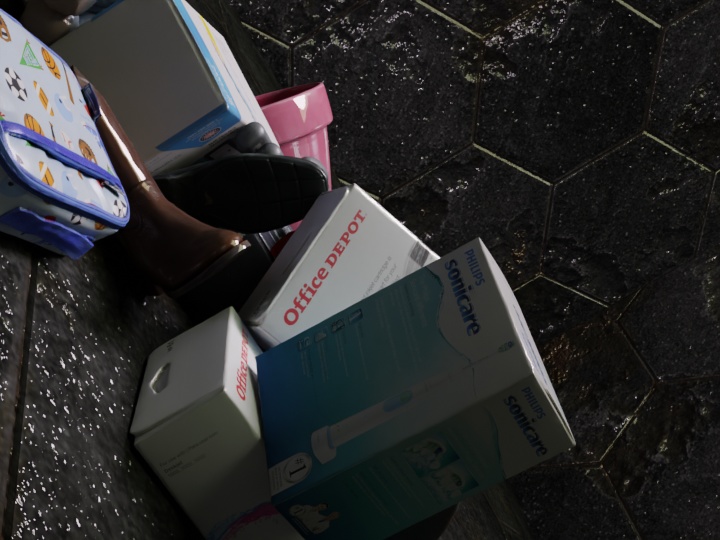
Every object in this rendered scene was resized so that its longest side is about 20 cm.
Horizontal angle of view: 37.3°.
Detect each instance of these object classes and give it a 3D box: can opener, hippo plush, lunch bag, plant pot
[{"bbox_3d":[-0.081,-0.108,1.087,0.053,0.066,0.200,49,1,11],"label":"can opener"},{"bbox_3d":[-0.271,-0.319,1.013,0.162,0.199,0.159,52,-16,2],"label":"hippo plush"},{"bbox_3d":[-0.236,-0.093,0.746,0.162,0.075,0.200,65,8,13],"label":"lunch bag"},{"bbox_3d":[-0.119,-0.138,1.432,0.200,0.196,0.182,-93,168,-76],"label":"plant pot"}]

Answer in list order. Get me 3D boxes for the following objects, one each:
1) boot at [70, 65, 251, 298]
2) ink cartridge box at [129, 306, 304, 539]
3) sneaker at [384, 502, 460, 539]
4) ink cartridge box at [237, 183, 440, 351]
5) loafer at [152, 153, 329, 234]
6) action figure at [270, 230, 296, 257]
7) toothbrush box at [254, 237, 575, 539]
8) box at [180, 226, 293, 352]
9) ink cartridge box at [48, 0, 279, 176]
[{"bbox_3d":[-0.185,-0.079,0.867,0.185,0.064,0.203,-12,-71,54],"label":"boot"},{"bbox_3d":[-0.085,0.151,0.832,0.202,0.084,0.145,57,7,-22],"label":"ink cartridge box"},{"bbox_3d":[0.018,0.224,0.913,0.066,0.204,0.108,27,6,-8],"label":"sneaker"},{"bbox_3d":[0.013,0.047,0.919,0.199,0.146,0.083,40,-16,-18],"label":"ink cartridge box"},{"bbox_3d":[-0.122,-0.074,0.980,0.072,0.196,0.074,-67,152,-71],"label":"loafer"},{"bbox_3d":[-0.044,-0.005,1.075,0.066,0.051,0.200,60,3,4],"label":"action figure"},{"bbox_3d":[0.032,0.091,0.760,0.086,0.198,0.148,53,13,-37],"label":"toothbrush box"},{"bbox_3d":[-0.121,-0.003,1.120,0.149,0.103,0.200,59,7,-17],"label":"box"},{"bbox_3d":[-0.193,-0.163,1.057,0.148,0.145,0.200,61,7,8],"label":"ink cartridge box"}]
